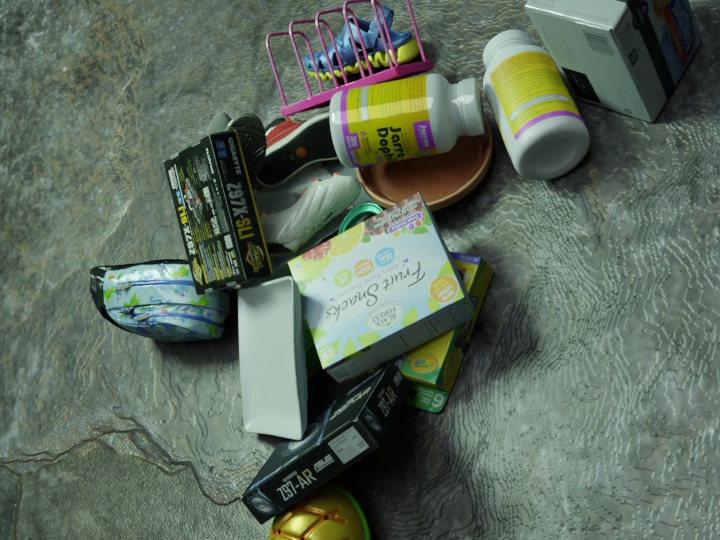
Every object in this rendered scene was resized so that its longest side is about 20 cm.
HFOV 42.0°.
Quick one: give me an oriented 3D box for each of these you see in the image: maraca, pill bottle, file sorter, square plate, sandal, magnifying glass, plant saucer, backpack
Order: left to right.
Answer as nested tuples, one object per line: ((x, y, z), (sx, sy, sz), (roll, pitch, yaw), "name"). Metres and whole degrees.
((-0.290, 0.045, 1.433), (0.197, 0.163, 0.156), (-18, 65, 17), "backpack")
((-0.115, 0.116, 1.242), (0.197, 0.028, 0.204), (-11, 81, 61), "square plate")
((-0.046, 0.353, 1.119), (0.135, 0.107, 0.203), (-22, 59, 16), "maraca")
((-0.021, -0.322, 1.376), (0.197, 0.139, 0.127), (-13, 99, 29), "file sorter")
((-0.004, -0.358, 1.475), (0.197, 0.088, 0.080), (-11, 27, 25), "sandal")
((0.000, 0.000, 1.270), (0.078, 0.022, 0.203), (-9, 63, 29), "magnifying glass")
((0.064, -0.205, 1.267), (0.196, 0.105, 0.106), (-8, 60, 14), "pill bottle")
((0.091, -0.162, 1.324), (0.197, 0.032, 0.203), (-9, 54, 12), "plant saucer")
((0.224, -0.225, 1.245), (0.103, 0.104, 0.202), (-28, 54, 19), "pill bottle")

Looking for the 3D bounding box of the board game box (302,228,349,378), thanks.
((-0.049, 0.050, 1.322), (0.200, 0.048, 0.102), (-47, 50, 5), "board game box")

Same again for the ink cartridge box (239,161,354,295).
((-0.112, -0.062, 1.398), (0.198, 0.057, 0.163), (-29, 50, -8), "ink cartridge box")

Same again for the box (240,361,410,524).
((-0.040, 0.209, 1.150), (0.199, 0.044, 0.160), (-38, 5, 25), "box")

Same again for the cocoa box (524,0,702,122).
((0.317, -0.305, 1.160), (0.133, 0.200, 0.132), (29, 83, 39), "cocoa box")

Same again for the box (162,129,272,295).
((-0.200, -0.076, 1.301), (0.159, 0.049, 0.204), (-14, 90, 56), "box")

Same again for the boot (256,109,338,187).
((-0.073, -0.219, 1.437), (0.197, 0.073, 0.145), (-24, 30, 15), "boot")

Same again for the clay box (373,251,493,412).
((0.086, 0.073, 1.217), (0.114, 0.048, 0.203), (11, 72, 37), "clay box")

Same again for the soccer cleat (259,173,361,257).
((-0.083, -0.066, 1.321), (0.198, 0.069, 0.078), (-25, 54, 11), "soccer cleat")

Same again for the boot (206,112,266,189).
((-0.191, -0.188, 1.411), (0.201, 0.071, 0.184), (-103, 27, -55), "boot")

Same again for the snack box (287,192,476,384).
((0.025, 0.023, 1.194), (0.198, 0.068, 0.171), (-27, 58, 10), "snack box")

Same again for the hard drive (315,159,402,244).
((-0.033, -0.097, 1.400), (0.200, 0.033, 0.140), (-45, 49, 5), "hard drive")
